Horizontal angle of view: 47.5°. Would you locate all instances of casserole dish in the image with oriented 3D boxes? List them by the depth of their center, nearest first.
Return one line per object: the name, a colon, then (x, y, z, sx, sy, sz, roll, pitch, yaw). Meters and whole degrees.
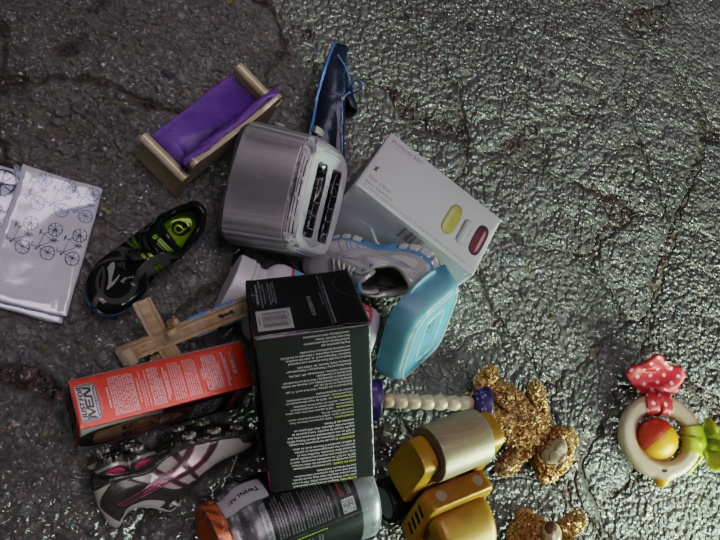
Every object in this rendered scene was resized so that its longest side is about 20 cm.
casserole dish: (0.078, 0.076, 1.086, 0.039, 0.200, 0.121, 38, 57, 21)

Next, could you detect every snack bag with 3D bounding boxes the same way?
snack bag: (-0.435, -0.048, 0.996, 0.199, 0.021, 0.189, 17, 65, -18)

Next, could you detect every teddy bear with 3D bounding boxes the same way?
teddy bear: (0.293, 0.404, 1.125, 0.145, 0.067, 0.200, -36, 88, -34)
teddy bear: (0.229, 0.223, 1.177, 0.145, 0.067, 0.200, -35, 87, -29)

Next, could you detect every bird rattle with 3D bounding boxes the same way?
bird rattle: (0.474, 0.240, 1.271, 0.163, 0.113, 0.200, -38, 86, -15)

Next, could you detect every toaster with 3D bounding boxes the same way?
toaster: (-0.102, -0.095, 1.076, 0.114, 0.129, 0.201, 21, 81, -58)

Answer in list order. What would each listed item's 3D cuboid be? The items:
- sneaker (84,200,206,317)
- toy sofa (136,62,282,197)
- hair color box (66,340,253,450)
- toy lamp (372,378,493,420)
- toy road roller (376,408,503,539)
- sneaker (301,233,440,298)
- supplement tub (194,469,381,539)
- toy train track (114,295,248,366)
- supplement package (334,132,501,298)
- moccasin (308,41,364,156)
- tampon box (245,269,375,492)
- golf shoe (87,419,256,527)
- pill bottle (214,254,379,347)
sneaker: (-0.268, -0.024, 1.029, 0.071, 0.083, 0.200, 44, 59, -3)
toy sofa: (-0.204, -0.201, 1.121, 0.083, 0.098, 0.200, 45, 59, -2)
hair color box: (-0.235, 0.146, 0.960, 0.199, 0.102, 0.061, -11, 70, -24)
toy lamp: (0.077, 0.179, 1.112, 0.199, 0.058, 0.058, 6, 67, -9)
toy road roller: (0.114, 0.283, 1.025, 0.123, 0.200, 0.146, -14, 54, -29)
sneaker: (0.000, 0.000, 1.089, 0.087, 0.199, 0.075, -40, 125, -53)
supplement tub: (-0.086, 0.292, 0.969, 0.199, 0.123, 0.123, -13, 76, -30)
toy train track: (-0.202, 0.074, 0.990, 0.199, 0.033, 0.115, -22, 116, 2)
supplement package: (0.064, -0.063, 1.156, 0.200, 0.156, 0.111, 37, 57, -8)
moccasin: (-0.037, -0.244, 1.234, 0.068, 0.080, 0.201, 11, 78, -5)
tampon box: (-0.060, 0.124, 0.949, 0.126, 0.150, 0.201, -6, 114, -10)
golf shoe: (-0.217, 0.233, 0.971, 0.199, 0.077, 0.088, -11, 94, -25)
pill bottle: (-0.083, 0.060, 1.069, 0.200, 0.109, 0.109, 27, 61, -14)
